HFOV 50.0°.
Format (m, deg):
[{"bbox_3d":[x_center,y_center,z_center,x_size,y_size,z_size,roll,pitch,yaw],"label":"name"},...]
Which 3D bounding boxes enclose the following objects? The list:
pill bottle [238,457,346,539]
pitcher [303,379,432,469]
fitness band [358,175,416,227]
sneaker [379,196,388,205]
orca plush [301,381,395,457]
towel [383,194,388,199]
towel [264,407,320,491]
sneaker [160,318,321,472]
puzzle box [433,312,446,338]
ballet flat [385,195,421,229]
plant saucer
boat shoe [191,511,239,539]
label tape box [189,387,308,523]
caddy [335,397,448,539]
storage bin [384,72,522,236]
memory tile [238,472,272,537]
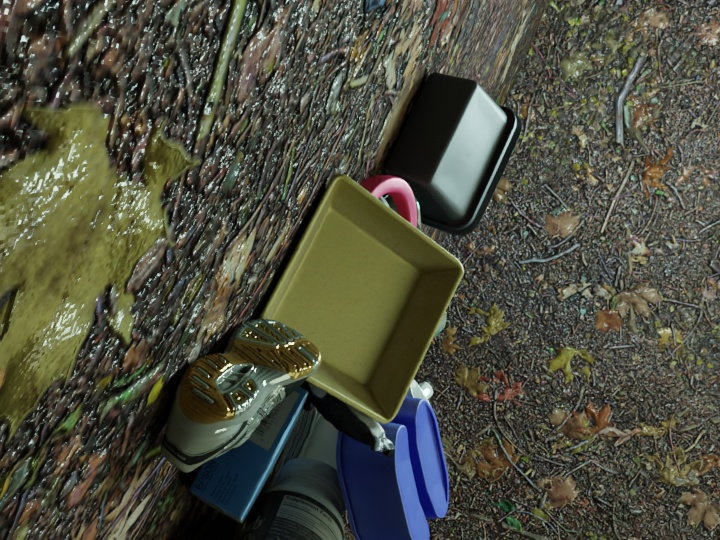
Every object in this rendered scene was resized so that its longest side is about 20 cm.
[{"bbox_3d":[-0.083,0.323,0.887,0.201,0.115,0.117,-65,176,-52],"label":"pill bottle"},{"bbox_3d":[0.016,0.229,1.106,0.199,0.122,0.171,-35,173,11],"label":"pitcher"},{"bbox_3d":[0.012,-0.020,0.919,0.201,0.037,0.144,-57,138,-27],"label":"fitness band"},{"bbox_3d":[0.000,0.000,1.005,0.075,0.081,0.203,-6,102,-41],"label":"sneaker"},{"bbox_3d":[-0.034,0.139,0.884,0.105,0.200,0.071,-21,154,-54],"label":"orca plush"},{"bbox_3d":[-0.009,-0.007,1.125,0.201,0.022,0.147,-61,171,-24],"label":"towel"},{"bbox_3d":[-0.108,0.250,1.091,0.151,0.030,0.200,-66,-173,-9],"label":"towel"},{"bbox_3d":[-0.108,0.107,0.683,0.088,0.075,0.200,-60,163,23],"label":"sneaker"},{"bbox_3d":[0.066,0.109,1.093,0.133,0.025,0.200,-45,169,-3],"label":"puzzle box"},{"bbox_3d":[0.037,-0.024,1.081,0.064,0.067,0.201,-42,159,-36],"label":"ballet flat"},{"bbox_3d":[-0.007,0.033,0.825,0.048,0.199,0.202,7,-114,58],"label":"plant saucer"},{"bbox_3d":[-0.185,0.343,0.903,0.200,0.073,0.063,-89,-162,-83],"label":"boat shoe"},{"bbox_3d":[-0.123,0.200,0.860,0.144,0.066,0.200,-62,180,-20],"label":"label tape box"},{"bbox_3d":[0.032,0.246,0.946,0.141,0.104,0.202,-35,116,-56],"label":"caddy"},{"bbox_3d":[0.116,-0.177,1.091,0.134,0.145,0.202,34,80,-54],"label":"storage bin"},{"bbox_3d":[-0.146,0.329,1.015,0.153,0.017,0.202,150,-45,-78],"label":"memory tile"}]
